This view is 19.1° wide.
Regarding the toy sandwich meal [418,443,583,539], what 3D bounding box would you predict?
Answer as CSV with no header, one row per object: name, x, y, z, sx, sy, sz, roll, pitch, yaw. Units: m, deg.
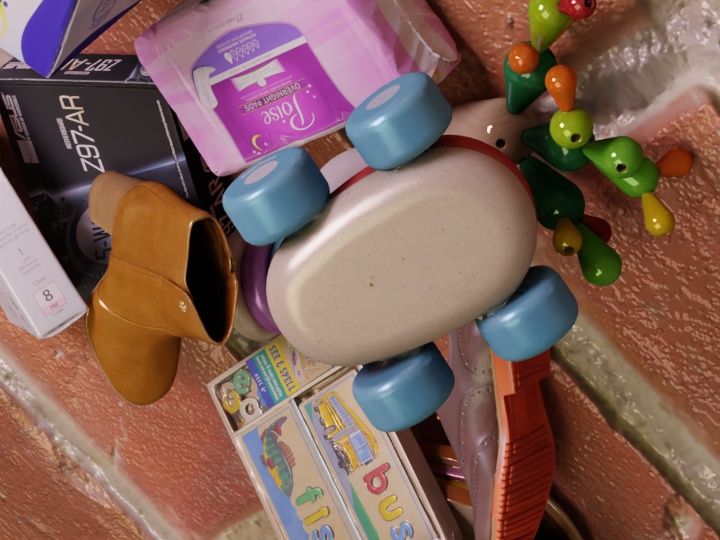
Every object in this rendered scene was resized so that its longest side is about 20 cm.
toy sandwich meal,0.086,0.220,1.626,0.205,0.070,0.205,17,130,21

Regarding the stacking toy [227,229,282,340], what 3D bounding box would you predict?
stacking toy,0.000,0.000,1.511,0.200,0.085,0.085,-7,119,31

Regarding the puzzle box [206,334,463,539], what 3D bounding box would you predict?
puzzle box,-0.021,0.140,1.583,0.133,0.025,0.200,-34,74,27

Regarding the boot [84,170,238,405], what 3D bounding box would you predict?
boot,-0.138,0.032,1.533,0.144,0.071,0.202,30,134,48

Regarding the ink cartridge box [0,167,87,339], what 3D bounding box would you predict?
ink cartridge box,-0.284,-0.048,1.604,0.200,0.057,0.163,57,168,-12

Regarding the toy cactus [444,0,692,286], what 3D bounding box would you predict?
toy cactus,0.122,-0.092,1.369,0.165,0.102,0.200,13,134,49

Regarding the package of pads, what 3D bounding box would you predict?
package of pads,-0.043,-0.147,1.425,0.200,0.076,0.121,-20,110,41

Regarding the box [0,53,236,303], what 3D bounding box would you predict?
box,-0.174,-0.065,1.593,0.160,0.044,0.200,5,126,29

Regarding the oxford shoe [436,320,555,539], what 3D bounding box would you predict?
oxford shoe,0.092,0.115,1.520,0.072,0.071,0.200,6,99,33

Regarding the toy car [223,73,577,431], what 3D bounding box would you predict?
toy car,0.026,-0.035,1.386,0.177,0.200,0.184,-31,109,12

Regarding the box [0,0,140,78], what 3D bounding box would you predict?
box,-0.221,-0.251,1.384,0.200,0.184,0.105,33,133,6
